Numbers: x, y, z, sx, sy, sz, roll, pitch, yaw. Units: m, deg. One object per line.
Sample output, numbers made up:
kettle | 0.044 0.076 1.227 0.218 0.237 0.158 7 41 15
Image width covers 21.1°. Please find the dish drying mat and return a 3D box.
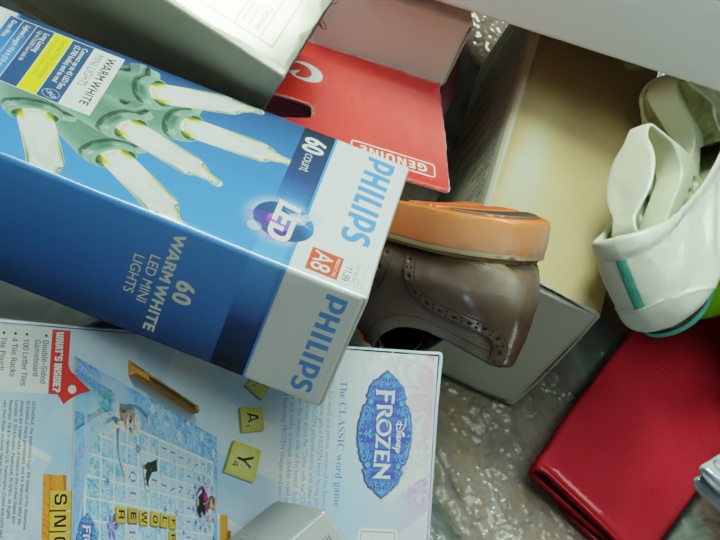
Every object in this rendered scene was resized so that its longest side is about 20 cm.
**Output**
dish drying mat | 0.161 0.064 0.997 0.077 0.018 0.200 42 52 1

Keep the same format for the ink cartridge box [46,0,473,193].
ink cartridge box | -0.045 -0.131 0.913 0.199 0.045 0.176 16 37 -15

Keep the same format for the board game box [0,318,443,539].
board game box | -0.069 0.126 0.791 0.199 0.041 0.201 6 85 -21

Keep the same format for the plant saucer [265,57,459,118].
plant saucer | -0.048 -0.121 0.995 0.200 0.051 0.201 11 57 -17

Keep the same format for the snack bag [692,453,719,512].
snack bag | 0.264 0.147 0.926 0.200 0.021 0.188 46 26 18

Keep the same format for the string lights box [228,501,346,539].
string lights box | -0.006 0.201 0.758 0.103 0.059 0.200 -38 102 -20

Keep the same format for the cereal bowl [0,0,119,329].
cereal bowl | -0.180 -0.033 0.861 0.200 0.083 0.201 11 57 -17

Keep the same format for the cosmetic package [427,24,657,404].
cosmetic package | 0.088 -0.045 0.977 0.071 0.105 0.200 25 55 -9

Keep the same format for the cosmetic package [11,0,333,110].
cosmetic package | -0.104 -0.156 0.834 0.200 0.073 0.104 34 61 -5

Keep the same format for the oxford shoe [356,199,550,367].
oxford shoe | 0.000 0.000 0.884 0.071 0.200 0.073 1 97 -39

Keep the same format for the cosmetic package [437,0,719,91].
cosmetic package | 0.096 -0.167 0.951 0.199 0.052 0.151 18 29 -2

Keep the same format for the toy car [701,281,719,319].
toy car | 0.275 -0.024 0.955 0.164 0.200 0.158 -7 57 -50

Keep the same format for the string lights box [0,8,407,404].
string lights box | -0.090 -0.031 0.773 0.200 0.059 0.103 21 34 -2

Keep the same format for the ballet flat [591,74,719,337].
ballet flat | 0.155 -0.055 0.921 0.069 0.069 0.200 30 47 -5
